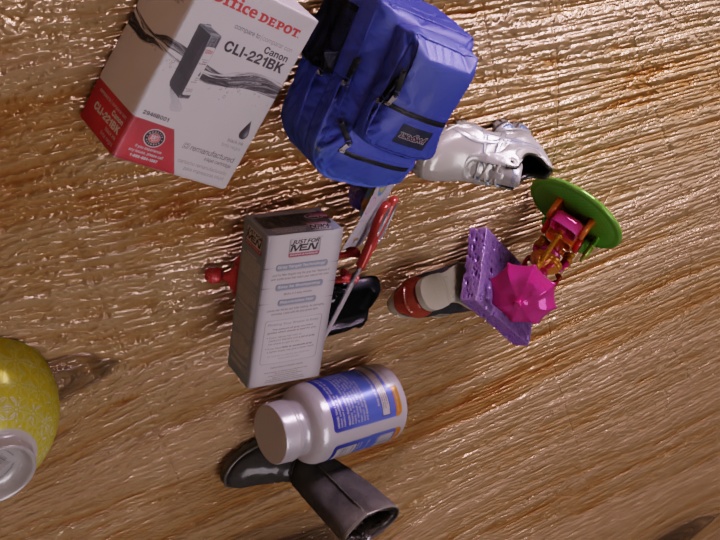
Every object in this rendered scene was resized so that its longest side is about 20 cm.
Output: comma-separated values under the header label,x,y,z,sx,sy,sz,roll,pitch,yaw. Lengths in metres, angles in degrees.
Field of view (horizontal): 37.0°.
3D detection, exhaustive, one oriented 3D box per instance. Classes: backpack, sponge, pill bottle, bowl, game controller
label,x,y,z,sx,sy,sz,roll,pitch,yaw
backpack,0.013,-0.186,1.142,0.162,0.168,0.201,14,116,-36
sponge,0.205,0.027,1.573,0.200,0.030,0.112,38,55,-52
pill bottle,-0.043,0.202,1.488,0.199,0.112,0.113,-10,131,-36
bowl,-0.400,0.181,1.140,0.199,0.108,0.201,-25,138,-25
game controller,-0.063,0.055,1.385,0.199,0.042,0.105,-12,139,-37

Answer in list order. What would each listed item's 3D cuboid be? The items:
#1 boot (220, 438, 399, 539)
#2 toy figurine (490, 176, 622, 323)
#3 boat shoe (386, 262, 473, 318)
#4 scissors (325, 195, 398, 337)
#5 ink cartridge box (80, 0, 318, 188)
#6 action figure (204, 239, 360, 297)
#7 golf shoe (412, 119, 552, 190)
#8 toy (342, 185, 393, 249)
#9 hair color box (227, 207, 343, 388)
label,x,y,z,sx,sy,sz,roll,pitch,yaw
boot,-0.072,0.307,1.482,0.181,0.200,0.073,-22,140,-26
toy figurine,0.253,-0.005,1.525,0.185,0.150,0.200,-53,170,-14
boat shoe,0.113,0.034,1.519,0.062,0.072,0.199,-23,172,34
scissors,0.000,0.000,1.327,0.073,0.014,0.201,-21,135,-80
ink cartridge box,-0.155,-0.197,1.041,0.144,0.084,0.201,13,114,-47
action figure,-0.097,-0.002,1.303,0.199,0.052,0.066,-7,124,-35
golf shoe,0.163,-0.141,1.378,0.199,0.097,0.079,-14,135,-32
toy,0.023,-0.124,1.289,0.201,0.047,0.115,-58,172,10
hair color box,-0.090,0.032,1.258,0.098,0.061,0.201,-7,121,-32
